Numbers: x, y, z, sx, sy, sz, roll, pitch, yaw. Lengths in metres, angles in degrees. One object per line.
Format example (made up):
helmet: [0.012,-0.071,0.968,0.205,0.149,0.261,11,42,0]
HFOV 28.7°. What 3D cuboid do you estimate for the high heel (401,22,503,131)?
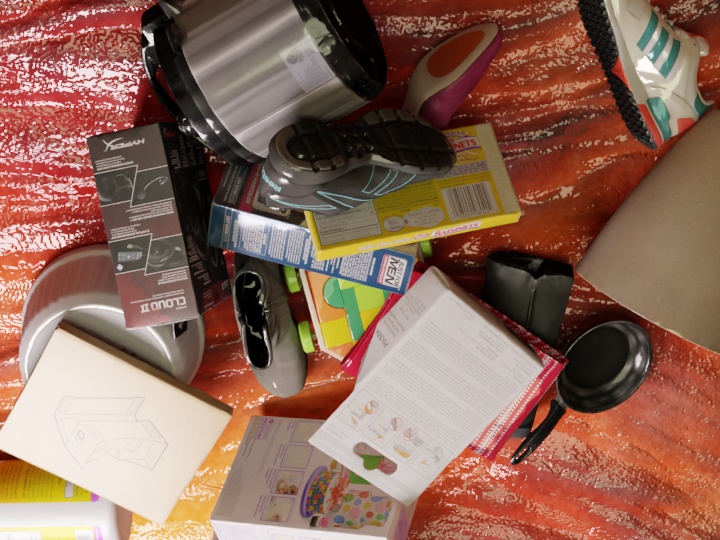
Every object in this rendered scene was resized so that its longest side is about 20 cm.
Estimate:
high heel: [0.081,-0.151,1.376,0.200,0.068,0.096,-40,128,20]

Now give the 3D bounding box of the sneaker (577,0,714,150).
sneaker: [0.275,-0.219,1.334,0.093,0.070,0.201,-27,112,-5]

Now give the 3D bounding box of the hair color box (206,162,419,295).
hair color box: [-0.039,-0.053,1.354,0.198,0.101,0.061,15,136,0]

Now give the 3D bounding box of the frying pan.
frying pan: [0.240,0.132,1.501,0.114,0.031,0.191,14,113,-29]

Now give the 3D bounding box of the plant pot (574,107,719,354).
plant pot: [0.337,-0.046,1.362,0.186,0.187,0.201,25,101,-11]

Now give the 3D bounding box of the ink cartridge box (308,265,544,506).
ink cartridge box: [0.060,0.115,1.372,0.200,0.057,0.162,-44,127,11]

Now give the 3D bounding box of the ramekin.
ramekin: [-0.264,0.082,1.471,0.200,0.094,0.205,1,116,1]

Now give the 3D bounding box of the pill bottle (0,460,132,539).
pill bottle: [-0.357,0.262,1.557,0.197,0.105,0.105,-1,117,2]

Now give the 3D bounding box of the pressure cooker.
pressure cooker: [-0.096,-0.195,1.278,0.199,0.178,0.177,-28,80,17]

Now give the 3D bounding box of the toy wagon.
toy wagon: [0.000,0.000,1.442,0.153,0.040,0.202,-14,110,-1]

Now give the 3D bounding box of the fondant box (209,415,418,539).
fondant box: [-0.041,0.229,1.478,0.198,0.145,0.059,1,134,21]

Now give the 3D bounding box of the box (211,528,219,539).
box: [-0.069,0.324,1.576,0.197,0.113,0.102,7,118,-2]

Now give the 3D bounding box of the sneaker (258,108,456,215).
sneaker: [-0.005,-0.095,1.268,0.198,0.076,0.080,-5,145,-32]

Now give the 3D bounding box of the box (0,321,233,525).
box: [-0.254,0.161,1.445,0.199,0.021,0.164,28,114,-13]

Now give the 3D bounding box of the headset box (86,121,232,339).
headset box: [-0.186,-0.038,1.346,0.076,0.149,0.202,-9,96,8]

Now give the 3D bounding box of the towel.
towel: [0.095,0.095,1.440,0.199,0.023,0.145,32,110,-12]

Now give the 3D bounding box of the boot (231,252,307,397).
boot: [-0.101,0.068,1.439,0.067,0.131,0.202,-8,116,5]

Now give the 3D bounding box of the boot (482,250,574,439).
boot: [0.127,0.075,1.471,0.163,0.066,0.202,4,122,-13]

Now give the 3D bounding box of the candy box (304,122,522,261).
candy box: [0.043,-0.075,1.314,0.198,0.103,0.026,-11,153,-12]
